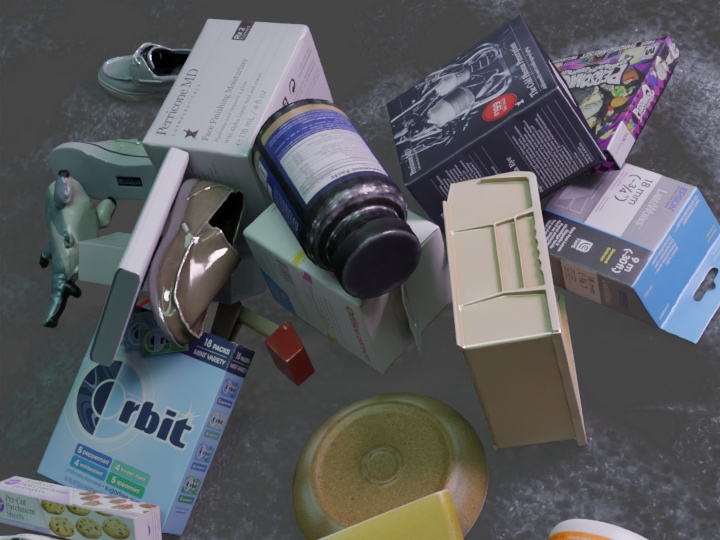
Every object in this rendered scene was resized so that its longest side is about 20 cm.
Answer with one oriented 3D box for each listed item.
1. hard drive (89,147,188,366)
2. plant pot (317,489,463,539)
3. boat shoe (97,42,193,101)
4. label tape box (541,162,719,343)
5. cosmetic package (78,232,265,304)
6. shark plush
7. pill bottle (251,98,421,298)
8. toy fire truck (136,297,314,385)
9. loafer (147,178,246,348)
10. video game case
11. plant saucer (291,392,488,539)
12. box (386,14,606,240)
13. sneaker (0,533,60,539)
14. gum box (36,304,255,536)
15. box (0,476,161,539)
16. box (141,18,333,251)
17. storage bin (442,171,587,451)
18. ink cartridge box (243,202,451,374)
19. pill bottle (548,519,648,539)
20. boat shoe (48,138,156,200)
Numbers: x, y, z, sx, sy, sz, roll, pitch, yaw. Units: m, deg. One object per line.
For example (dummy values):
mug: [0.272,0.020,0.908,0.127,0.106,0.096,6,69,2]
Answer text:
hard drive: [-0.222,-0.017,1.283,0.027,0.132,0.200,20,39,-8]
plant pot: [0.018,0.316,1.065,0.199,0.200,0.177,-22,71,-1]
boat shoe: [-0.259,-0.265,1.653,0.200,0.072,0.070,7,56,21]
label tape box: [0.289,-0.030,1.322,0.200,0.063,0.144,24,63,30]
cosmetic package: [-0.212,-0.003,1.431,0.199,0.051,0.083,8,14,23]
shark plush: [-0.351,-0.024,1.526,0.083,0.091,0.201,-17,70,31]
pill bottle: [-0.022,-0.070,1.248,0.112,0.112,0.200,-28,52,-6]
toy fire truck: [-0.159,0.078,1.380,0.141,0.049,0.200,-38,52,-14]
loafer: [-0.161,-0.015,1.286,0.069,0.075,0.201,-6,55,20]
video game case: [0.235,-0.175,1.410,0.200,0.036,0.182,-3,46,47]
plant saucer: [0.024,0.198,1.246,0.199,0.035,0.201,-8,52,11]
box: [0.136,-0.148,1.341,0.182,0.104,0.200,-33,29,14]
sneaker: [-0.304,0.294,1.246,0.199,0.073,0.072,-1,52,14]
gum box: [-0.221,0.147,1.307,0.170,0.045,0.201,18,83,27]
box: [-0.287,0.243,1.270,0.199,0.042,0.039,5,13,31]
box: [-0.125,-0.144,1.441,0.130,0.200,0.199,7,56,20]
storage bin: [0.149,0.041,1.224,0.093,0.200,0.199,-11,52,11]
ink cartridge box: [0.000,0.000,1.343,0.200,0.129,0.125,32,67,32]
pill bottle: [0.183,0.320,1.058,0.113,0.113,0.200,12,58,24]
boat shoe: [-0.289,-0.131,1.571,0.199,0.071,0.070,6,33,23]
